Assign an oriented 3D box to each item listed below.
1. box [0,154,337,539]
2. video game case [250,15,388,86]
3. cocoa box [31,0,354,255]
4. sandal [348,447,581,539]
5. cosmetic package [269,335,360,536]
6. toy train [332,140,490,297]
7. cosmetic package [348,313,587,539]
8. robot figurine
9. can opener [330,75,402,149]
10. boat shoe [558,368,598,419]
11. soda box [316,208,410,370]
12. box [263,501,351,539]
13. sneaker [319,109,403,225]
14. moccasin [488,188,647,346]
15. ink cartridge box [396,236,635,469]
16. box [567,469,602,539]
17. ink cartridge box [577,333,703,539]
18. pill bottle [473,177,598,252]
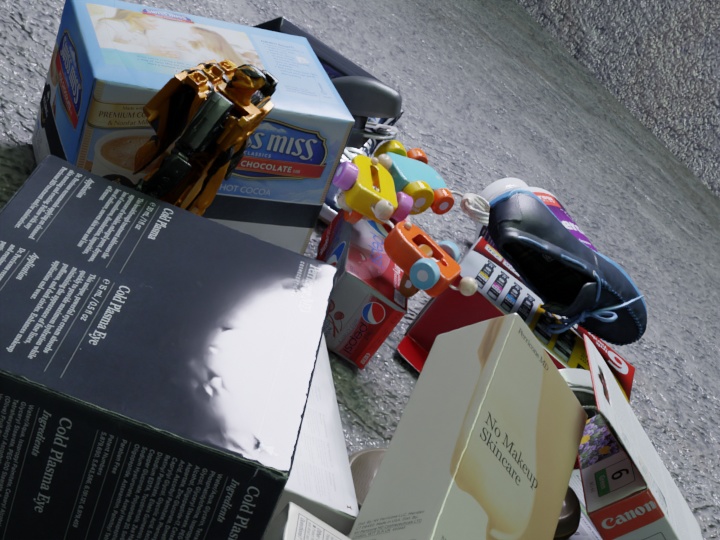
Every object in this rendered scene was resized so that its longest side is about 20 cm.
[{"bbox_3d":[-0.120,0.054,0.605,0.180,0.105,0.201,20,29,-4],"label":"box"},{"bbox_3d":[-0.088,-0.172,1.081,0.142,0.198,0.019,26,66,-41],"label":"video game case"},{"bbox_3d":[-0.127,-0.104,0.869,0.197,0.132,0.134,6,36,-28],"label":"cocoa box"},{"bbox_3d":[0.075,0.149,0.825,0.197,0.055,0.081,9,33,-22],"label":"sandal"},{"bbox_3d":[-0.058,0.093,0.765,0.082,0.051,0.201,26,25,-23],"label":"cosmetic package"},{"bbox_3d":[0.043,-0.037,0.992,0.150,0.056,0.200,40,26,3],"label":"toy train"},{"bbox_3d":[0.070,0.134,0.725,0.106,0.070,0.201,51,42,-24],"label":"cosmetic package"},{"bbox_3d":[-0.126,-0.053,0.741,0.058,0.201,0.145,37,21,-1],"label":"robot figurine"},{"bbox_3d":[-0.058,-0.151,1.037,0.197,0.068,0.053,13,19,13],"label":"can opener"},{"bbox_3d":[0.126,0.129,0.935,0.197,0.071,0.064,-7,54,-30],"label":"boat shoe"},{"bbox_3d":[0.000,0.000,1.013,0.063,0.070,0.201,33,23,-11],"label":"soda box"},{"bbox_3d":[0.019,0.220,0.603,0.199,0.078,0.095,35,22,-10],"label":"box"},{"bbox_3d":[-0.008,-0.123,1.189,0.070,0.109,0.201,31,23,-14],"label":"sneaker"},{"bbox_3d":[0.177,0.015,1.029,0.199,0.080,0.069,35,41,-22],"label":"moccasin"},{"bbox_3d":[0.146,0.082,1.067,0.199,0.084,0.176,40,22,2],"label":"ink cartridge box"},{"bbox_3d":[0.211,0.231,0.938,0.198,0.041,0.157,10,37,-49],"label":"box"},{"bbox_3d":[0.191,0.157,0.836,0.201,0.050,0.109,57,17,-19],"label":"ink cartridge box"},{"bbox_3d":[0.198,-0.015,1.300,0.111,0.113,0.201,20,28,-37],"label":"pill bottle"}]
